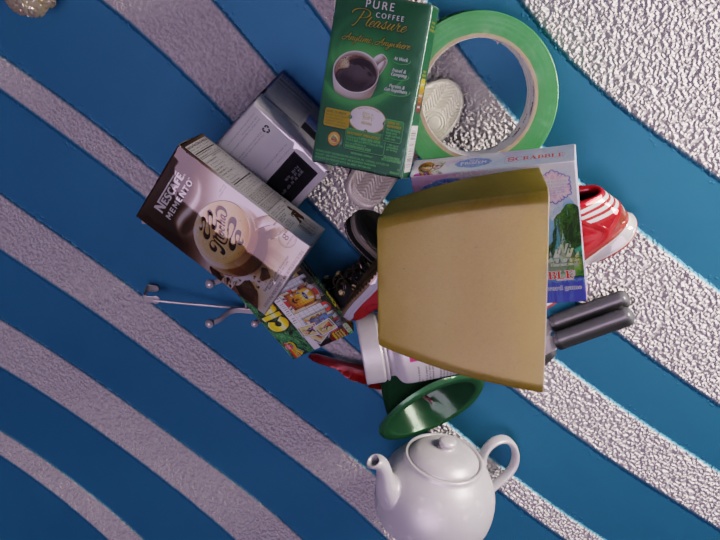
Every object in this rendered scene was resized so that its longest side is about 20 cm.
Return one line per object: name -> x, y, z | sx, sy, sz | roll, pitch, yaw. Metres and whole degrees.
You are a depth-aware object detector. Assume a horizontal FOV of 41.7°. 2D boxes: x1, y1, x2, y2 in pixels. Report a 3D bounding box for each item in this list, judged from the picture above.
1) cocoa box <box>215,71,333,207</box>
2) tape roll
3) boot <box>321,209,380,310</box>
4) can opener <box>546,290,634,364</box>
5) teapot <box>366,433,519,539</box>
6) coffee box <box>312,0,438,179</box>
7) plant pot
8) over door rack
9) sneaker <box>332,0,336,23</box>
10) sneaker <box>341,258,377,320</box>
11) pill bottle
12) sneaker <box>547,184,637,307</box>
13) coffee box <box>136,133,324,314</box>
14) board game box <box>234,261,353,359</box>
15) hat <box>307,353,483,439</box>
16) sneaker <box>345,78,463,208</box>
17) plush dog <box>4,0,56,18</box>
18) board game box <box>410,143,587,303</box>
cocoa box -> -0.132, -0.135, 1.256 | 0.133, 0.132, 0.200 | 41, 120, -11
tape roll -> 0.141, -0.213, 1.156 | 0.196, 0.048, 0.205 | 0, 106, -2
boot -> 0.001, 0.002, 1.289 | 0.152, 0.075, 0.203 | -22, 146, 27
can opener -> 0.287, 0.086, 1.318 | 0.198, 0.053, 0.066 | -26, 143, 27
teapot -> 0.120, 0.309, 1.399 | 0.194, 0.200, 0.149 | 19, 115, 15
coffee box -> 0.017, -0.218, 1.113 | 0.121, 0.044, 0.204 | 12, 101, 17
plant pot -> 0.109, 0.002, 1.022 | 0.172, 0.200, 0.205 | 0, 103, 8
over door rack -> -0.238, 0.002, 1.394 | 0.196, 0.067, 0.150 | 11, 119, 9
sneaker -> 0.005, -0.279, 1.182 | 0.077, 0.066, 0.204 | 11, 119, 9
sneaker -> 0.068, 0.020, 1.167 | 0.112, 0.072, 0.200 | 38, 123, -10
pill bottle -> 0.096, 0.090, 1.294 | 0.196, 0.114, 0.115 | -11, 116, -1
sneaker -> 0.249, -0.038, 1.226 | 0.200, 0.079, 0.115 | -42, 119, 16
coffee box -> -0.159, -0.059, 1.166 | 0.199, 0.080, 0.114 | 37, 112, -1
board game box -> -0.100, 0.037, 1.287 | 0.103, 0.024, 0.201 | -23, 129, 18
hat -> 0.060, 0.135, 1.404 | 0.178, 0.197, 0.167 | 62, 147, 28
sneaker -> 0.051, -0.171, 1.231 | 0.200, 0.085, 0.075 | -45, 103, 4
plush dog -> -0.396, -0.424, 1.182 | 0.169, 0.161, 0.203 | -19, 116, -6
board game box -> 0.174, -0.048, 1.163 | 0.196, 0.041, 0.202 | -5, 123, 16
